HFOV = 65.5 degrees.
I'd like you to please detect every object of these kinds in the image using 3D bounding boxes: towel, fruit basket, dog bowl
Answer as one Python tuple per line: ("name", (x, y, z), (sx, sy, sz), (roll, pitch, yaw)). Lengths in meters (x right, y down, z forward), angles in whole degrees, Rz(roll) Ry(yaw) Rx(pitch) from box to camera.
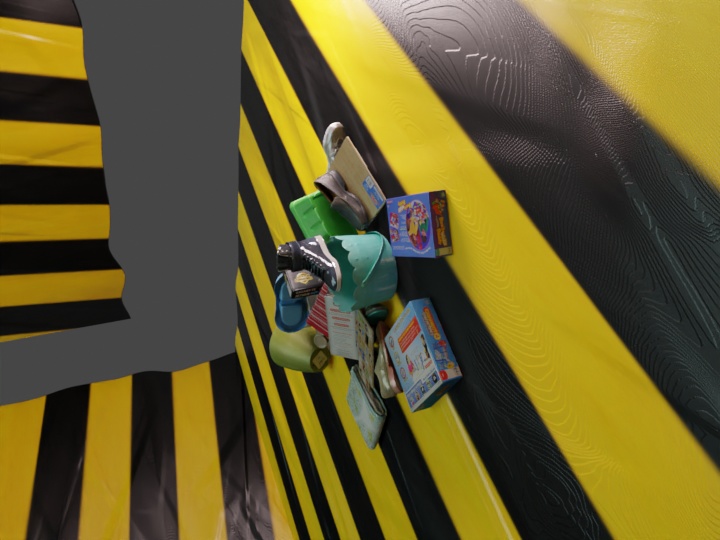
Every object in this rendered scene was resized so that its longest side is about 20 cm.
("towel", (0.016, 0.409, 1.692), (0.174, 0.047, 0.202), (99, 151, -42))
("fruit basket", (-0.107, -0.128, 1.632), (0.214, 0.154, 0.219), (36, 141, 36))
("dog bowl", (-0.220, 0.094, 1.766), (0.050, 0.109, 0.205), (-124, 34, -64))
("towel", (-0.075, 0.129, 1.683), (0.143, 0.023, 0.202), (33, 127, 5))

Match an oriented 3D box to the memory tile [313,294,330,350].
("memory tile", (-0.075, 0.171, 1.736), (0.150, 0.017, 0.204), (15, 121, 17))

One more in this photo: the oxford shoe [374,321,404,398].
("oxford shoe", (0.059, 0.228, 1.441), (0.073, 0.070, 0.203), (-32, 49, 29))

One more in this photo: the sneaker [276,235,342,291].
("sneaker", (-0.137, -0.008, 1.433), (0.203, 0.143, 0.078), (-125, 35, -44))

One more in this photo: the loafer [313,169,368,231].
("loafer", (-0.052, -0.179, 1.504), (0.201, 0.071, 0.073), (52, 147, 22))

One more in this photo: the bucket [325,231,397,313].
("bucket", (0.000, 0.000, 1.463), (0.207, 0.132, 0.212), (-142, 47, -57))

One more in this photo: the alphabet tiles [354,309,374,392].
("alphabet tiles", (0.010, 0.215, 1.508), (0.167, 0.007, 0.205), (-127, 33, -63))

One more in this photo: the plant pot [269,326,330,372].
("plant pot", (-0.200, 0.289, 2.024), (0.198, 0.184, 0.192), (17, 115, 48))

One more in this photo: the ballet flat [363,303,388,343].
("ballet flat", (0.030, 0.134, 1.543), (0.202, 0.066, 0.077), (107, 161, -50))

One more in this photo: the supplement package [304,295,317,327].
("supplement package", (-0.145, 0.072, 1.853), (0.117, 0.115, 0.205), (-32, 70, 64))

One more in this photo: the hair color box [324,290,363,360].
("hair color box", (-0.042, 0.154, 1.628), (0.099, 0.061, 0.204), (8, 121, 22))

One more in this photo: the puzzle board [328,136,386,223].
("puzzle board", (-0.008, -0.230, 1.488), (0.202, 0.017, 0.151), (59, 148, 11))

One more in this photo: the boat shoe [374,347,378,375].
("boat shoe", (0.059, 0.266, 1.520), (0.199, 0.055, 0.070), (-154, 58, -63))

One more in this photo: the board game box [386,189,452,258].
("board game box", (0.126, -0.100, 1.244), (0.199, 0.044, 0.138), (-173, 76, -66))

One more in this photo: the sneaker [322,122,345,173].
("sneaker", (-0.054, -0.314, 1.580), (0.081, 0.074, 0.204), (28, 131, 43))

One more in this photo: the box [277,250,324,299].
("box", (-0.140, -0.006, 1.709), (0.046, 0.196, 0.161), (111, 143, -51))

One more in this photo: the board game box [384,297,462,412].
("board game box", (0.140, 0.201, 1.308), (0.201, 0.055, 0.199), (118, 138, -55))
